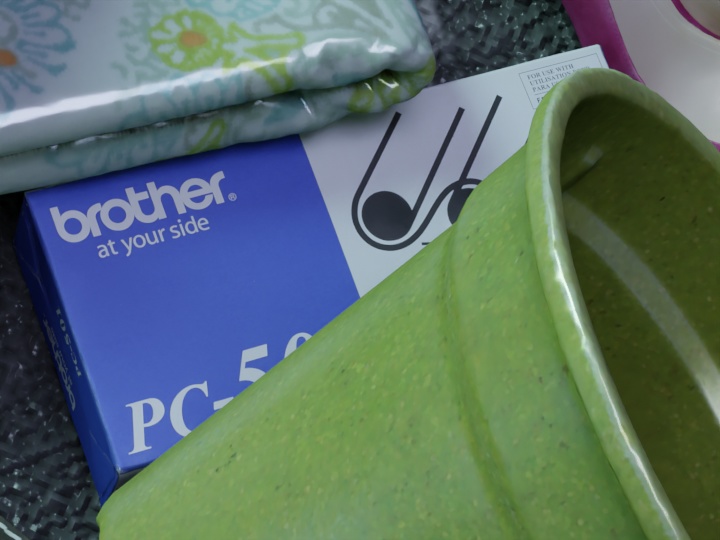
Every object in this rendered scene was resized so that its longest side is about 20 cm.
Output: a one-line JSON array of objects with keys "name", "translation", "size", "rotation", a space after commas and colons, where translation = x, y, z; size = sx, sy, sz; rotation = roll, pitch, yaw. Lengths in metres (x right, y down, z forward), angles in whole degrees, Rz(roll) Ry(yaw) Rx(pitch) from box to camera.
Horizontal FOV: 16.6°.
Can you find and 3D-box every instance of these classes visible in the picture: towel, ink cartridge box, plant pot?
[{"name": "towel", "translation": [-0.096, -0.105, 0.772], "size": [0.199, 0.048, 0.172], "rotation": [-13, 61, -15]}, {"name": "ink cartridge box", "translation": [0.000, 0.000, 0.777], "size": [0.199, 0.044, 0.095], "rotation": [-15, 73, -18]}, {"name": "plant pot", "translation": [0.033, 0.078, 0.663], "size": [0.200, 0.184, 0.201], "rotation": [44, 28, -31]}]

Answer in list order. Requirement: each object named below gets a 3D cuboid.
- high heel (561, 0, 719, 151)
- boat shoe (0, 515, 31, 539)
[{"name": "high heel", "translation": [0.110, -0.090, 0.809], "size": [0.067, 0.096, 0.200], "rotation": [-34, 82, -23]}, {"name": "boat shoe", "translation": [-0.148, 0.055, 0.703], "size": [0.200, 0.072, 0.061], "rotation": [33, 58, -7]}]
